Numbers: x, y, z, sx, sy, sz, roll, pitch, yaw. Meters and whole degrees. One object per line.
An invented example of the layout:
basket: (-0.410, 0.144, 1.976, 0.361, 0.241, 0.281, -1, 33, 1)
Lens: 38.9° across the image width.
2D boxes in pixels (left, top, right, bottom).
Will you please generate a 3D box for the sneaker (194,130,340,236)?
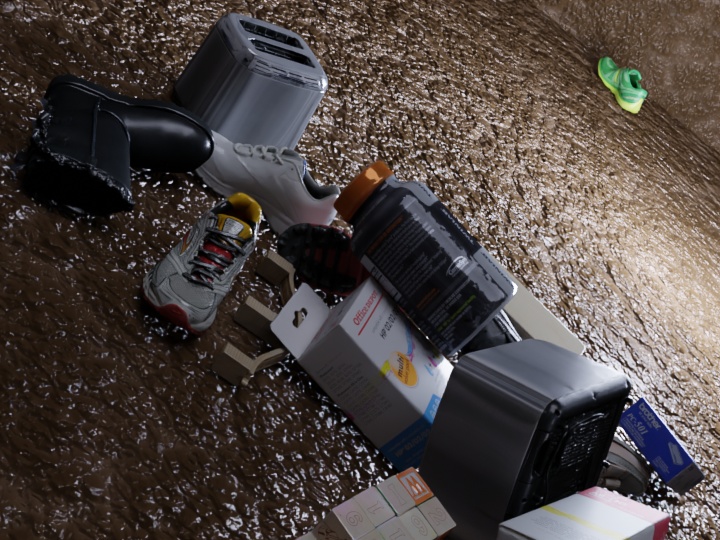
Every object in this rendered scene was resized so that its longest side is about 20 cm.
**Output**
sneaker: (-0.108, -0.111, 1.158, 0.198, 0.087, 0.075, 32, 32, -12)

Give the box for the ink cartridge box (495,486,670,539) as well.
ink cartridge box: (0.180, 0.281, 0.876, 0.083, 0.148, 0.199, 18, 9, 35)

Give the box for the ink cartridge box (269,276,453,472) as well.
ink cartridge box: (0.013, 0.088, 1.020, 0.200, 0.068, 0.115, 47, 28, -6)

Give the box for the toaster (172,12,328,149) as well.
toaster: (-0.135, -0.227, 1.239, 0.198, 0.130, 0.114, 8, 41, -44)

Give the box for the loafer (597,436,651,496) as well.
loafer: (0.243, 0.212, 1.167, 0.198, 0.072, 0.063, 32, 46, -7)

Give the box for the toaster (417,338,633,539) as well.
toaster: (0.148, 0.175, 0.955, 0.118, 0.184, 0.199, 25, 19, 33)

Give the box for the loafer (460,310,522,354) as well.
loafer: (0.155, 0.087, 1.217, 0.201, 0.068, 0.070, 48, 18, 5)

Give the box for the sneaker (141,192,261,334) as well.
sneaker: (-0.149, -0.015, 0.982, 0.077, 0.082, 0.201, 34, 30, -11)

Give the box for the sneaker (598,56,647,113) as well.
sneaker: (0.676, -0.485, 2.605, 0.073, 0.084, 0.202, 16, 37, -36)

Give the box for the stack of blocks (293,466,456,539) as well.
stack of blocks: (-0.027, 0.229, 0.761, 0.059, 0.116, 0.199, 50, 31, 19)

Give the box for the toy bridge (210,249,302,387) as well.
toy bridge: (-0.092, 0.054, 1.011, 0.067, 0.027, 0.201, 35, 30, -12)

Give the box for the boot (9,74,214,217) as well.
boot: (-0.240, -0.114, 1.019, 0.196, 0.074, 0.164, 19, 33, -22)

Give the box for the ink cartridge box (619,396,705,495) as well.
ink cartridge box: (0.369, 0.218, 1.243, 0.095, 0.044, 0.200, 55, 9, 25)

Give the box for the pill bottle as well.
pill bottle: (0.061, -0.018, 1.055, 0.200, 0.106, 0.106, 48, 29, 5)

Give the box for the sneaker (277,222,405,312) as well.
sneaker: (0.000, 0.000, 1.152, 0.197, 0.072, 0.098, 17, -4, -3)

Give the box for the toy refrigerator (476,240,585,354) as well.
toy refrigerator: (0.182, 0.062, 1.287, 0.200, 0.070, 0.076, 44, 36, 7)
